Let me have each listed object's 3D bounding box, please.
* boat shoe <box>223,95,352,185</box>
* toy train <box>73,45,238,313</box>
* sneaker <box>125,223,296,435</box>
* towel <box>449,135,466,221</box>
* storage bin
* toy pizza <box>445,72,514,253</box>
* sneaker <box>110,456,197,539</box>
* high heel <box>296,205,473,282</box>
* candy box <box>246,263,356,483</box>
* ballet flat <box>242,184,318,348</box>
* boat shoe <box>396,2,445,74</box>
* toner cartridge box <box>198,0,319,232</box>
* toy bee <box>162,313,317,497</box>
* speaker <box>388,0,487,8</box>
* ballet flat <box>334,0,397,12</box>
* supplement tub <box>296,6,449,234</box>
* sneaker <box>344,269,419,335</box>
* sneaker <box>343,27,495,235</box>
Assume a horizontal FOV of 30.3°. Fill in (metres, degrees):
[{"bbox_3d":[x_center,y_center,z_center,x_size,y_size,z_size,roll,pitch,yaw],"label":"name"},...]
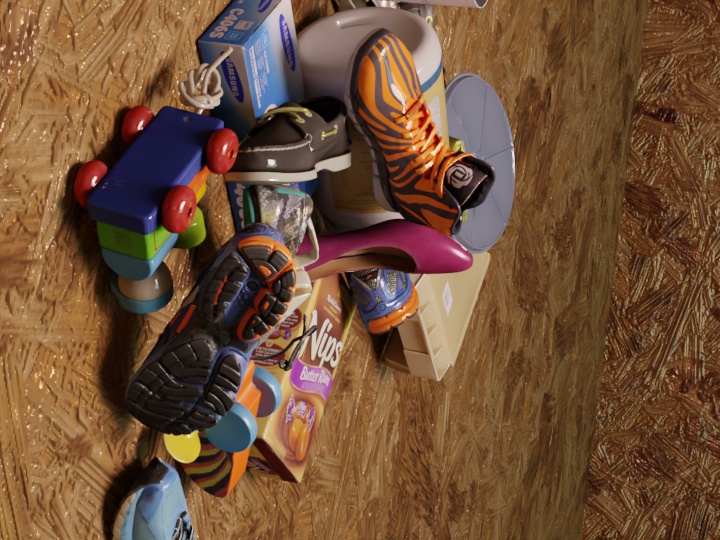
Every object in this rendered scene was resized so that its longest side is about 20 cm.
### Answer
[{"bbox_3d":[-0.059,-0.106,1.077,0.201,0.072,0.061,-33,126,-70],"label":"boat shoe"},{"bbox_3d":[-0.133,-0.068,1.001,0.200,0.084,0.116,-61,162,-44],"label":"toy train"},{"bbox_3d":[-0.109,0.046,1.006,0.200,0.075,0.078,-50,-163,23],"label":"sneaker"},{"bbox_3d":[0.061,-0.116,1.396,0.200,0.018,0.086,-141,-132,-61],"label":"towel"},{"bbox_3d":[0.073,-0.006,1.562,0.200,0.094,0.199,72,33,-52],"label":"storage bin"},{"bbox_3d":[0.119,-0.118,1.478,0.200,0.032,0.201,4,86,-59],"label":"toy pizza"},{"bbox_3d":[-0.139,0.234,1.083,0.078,0.090,0.200,-58,149,-47],"label":"sneaker"},{"bbox_3d":[0.000,0.000,1.220,0.067,0.200,0.096,87,15,-62],"label":"high heel"},{"bbox_3d":[-0.067,0.088,1.273,0.117,0.056,0.200,63,39,-58],"label":"candy box"},{"bbox_3d":[-0.071,0.002,1.120,0.200,0.072,0.072,104,9,-50],"label":"ballet flat"},{"bbox_3d":[0.064,-0.211,1.450,0.201,0.060,0.072,72,-1,-51],"label":"boat shoe"},{"bbox_3d":[-0.084,-0.132,1.150,0.095,0.043,0.200,-61,152,-44],"label":"toner cartridge box"},{"bbox_3d":[-0.117,0.092,1.103,0.200,0.109,0.131,-61,174,17],"label":"toy bee"},{"bbox_3d":[0.014,-0.269,1.128,0.081,0.200,0.081,9,90,-71],"label":"speaker"},{"bbox_3d":[0.016,-0.223,1.335,0.067,0.068,0.200,-56,130,-39],"label":"ballet flat"},{"bbox_3d":[0.012,-0.132,1.264,0.145,0.144,0.200,-61,152,-44],"label":"supplement tub"},{"bbox_3d":[0.014,-0.019,1.355,0.200,0.075,0.079,-108,173,-61],"label":"sneaker"},{"bbox_3d":[0.058,-0.111,1.121,0.078,0.112,0.200,-44,141,-21],"label":"sneaker"}]
